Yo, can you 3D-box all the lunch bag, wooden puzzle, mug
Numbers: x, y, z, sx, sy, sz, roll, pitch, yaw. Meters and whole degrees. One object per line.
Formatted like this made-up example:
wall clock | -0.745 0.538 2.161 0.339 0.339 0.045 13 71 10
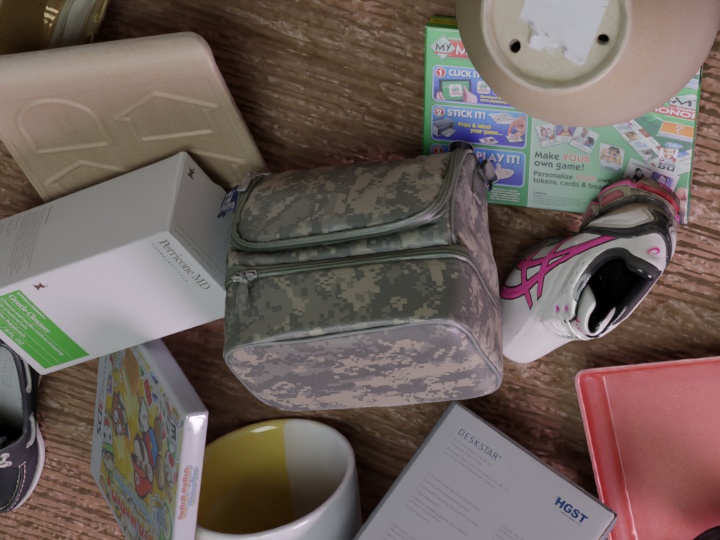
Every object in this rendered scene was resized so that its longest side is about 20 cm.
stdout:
lunch bag | 0.000 0.000 1.372 0.199 0.168 0.139 -7 151 18
wooden puzzle | -0.172 -0.105 1.421 0.184 0.046 0.200 -6 143 12
mug | -0.067 0.217 1.552 0.149 0.187 0.154 -22 121 -11

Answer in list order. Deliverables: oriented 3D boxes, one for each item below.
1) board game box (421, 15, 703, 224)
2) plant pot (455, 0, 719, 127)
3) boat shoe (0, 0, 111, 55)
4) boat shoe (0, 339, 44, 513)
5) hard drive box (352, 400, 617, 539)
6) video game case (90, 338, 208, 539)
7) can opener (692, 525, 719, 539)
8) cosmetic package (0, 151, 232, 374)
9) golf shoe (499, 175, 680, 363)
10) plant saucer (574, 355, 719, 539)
board game box | 0.145 -0.110 1.381 0.199 0.029 0.135 7 116 11
plant pot | 0.139 -0.174 1.234 0.186 0.200 0.188 2 102 12
boat shoe | -0.211 -0.221 1.400 0.074 0.069 0.200 46 127 18
boat shoe | -0.301 0.127 1.593 0.074 0.060 0.201 19 118 4
hard drive box | 0.077 0.228 1.453 0.156 0.077 0.200 35 80 14
video game case | -0.171 0.137 1.502 0.023 0.200 0.183 -6 120 -25
can opener | 0.335 0.240 1.441 0.199 0.079 0.064 11 110 -1
cosmetic package | -0.190 -0.003 1.451 0.199 0.085 0.108 -18 134 29
golf shoe | 0.155 0.016 1.387 0.072 0.092 0.200 29 136 -12
plant saucer | 0.280 0.148 1.464 0.199 0.037 0.201 -7 114 18
